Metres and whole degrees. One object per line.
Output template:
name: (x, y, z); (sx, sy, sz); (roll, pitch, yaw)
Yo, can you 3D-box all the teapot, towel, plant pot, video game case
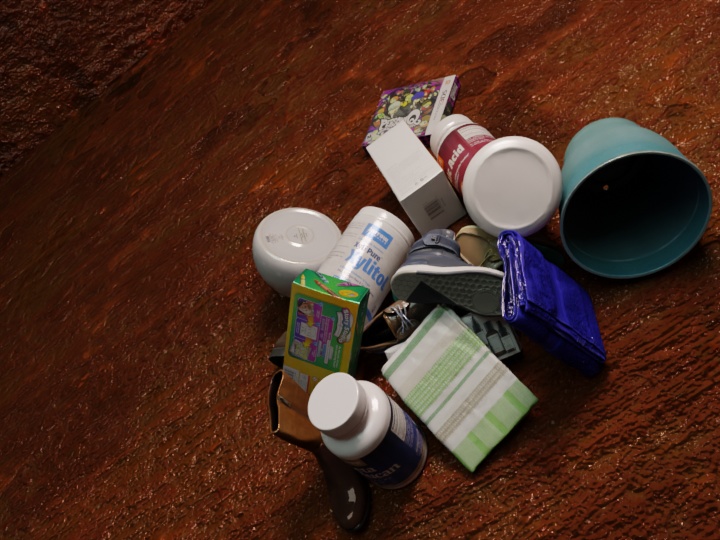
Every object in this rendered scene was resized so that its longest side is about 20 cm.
teapot: (-0.125, -0.015, 1.229); (0.195, 0.148, 0.201); (23, 44, 13)
towel: (0.141, 0.169, 0.903); (0.200, 0.031, 0.150); (46, 102, 22)
plant pot: (0.383, -0.125, 0.914); (0.197, 0.201, 0.189); (-21, 31, 21)
video game case: (0.114, -0.351, 1.394); (0.197, 0.036, 0.184); (-1, 55, 36)
towel: (0.266, 0.043, 0.844); (0.049, 0.199, 0.150); (-28, 42, 39)

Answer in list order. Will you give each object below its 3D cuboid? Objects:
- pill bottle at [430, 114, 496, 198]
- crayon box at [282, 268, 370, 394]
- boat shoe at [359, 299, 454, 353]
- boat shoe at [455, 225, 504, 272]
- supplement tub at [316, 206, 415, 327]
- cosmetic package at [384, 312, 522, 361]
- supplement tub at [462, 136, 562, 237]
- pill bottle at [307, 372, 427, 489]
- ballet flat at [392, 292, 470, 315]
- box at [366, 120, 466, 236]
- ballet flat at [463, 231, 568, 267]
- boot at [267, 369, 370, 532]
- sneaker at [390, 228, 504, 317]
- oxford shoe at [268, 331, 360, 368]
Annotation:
pill bottle: (0.210, -0.203, 1.146); (0.113, 0.114, 0.201); (-35, 43, 7)
crayon box: (-0.060, 0.112, 1.016); (0.117, 0.204, 0.058); (17, 27, 14)
boat shoe: (0.072, 0.085, 1.013); (0.200, 0.072, 0.073); (-41, 72, 30)
boat shoe: (0.223, -0.008, 0.969); (0.199, 0.066, 0.075); (33, 122, 30)
supplement tub: (0.000, 0.000, 1.119); (0.130, 0.132, 0.202); (12, 60, 41)
cosmetic package: (0.143, 0.123, 0.956); (0.197, 0.051, 0.084); (-26, 82, 17)
supplement tub: (0.229, -0.127, 0.938); (0.139, 0.142, 0.200); (-28, 2, 15)
pill bottle: (0.010, 0.229, 0.886); (0.109, 0.200, 0.113); (-20, 46, 22)
ballet flat: (0.149, 0.041, 1.045); (0.198, 0.072, 0.073); (5, 59, 39)
box: (0.106, -0.177, 1.197); (0.097, 0.125, 0.201); (-34, 44, 7)
ballet flat: (0.254, -0.045, 1.027); (0.197, 0.069, 0.068); (3, 47, 36)
boot: (-0.061, 0.267, 0.908); (0.067, 0.200, 0.191); (-21, 46, 20)
sneaker: (0.160, -0.003, 0.936); (0.198, 0.078, 0.147); (10, 31, 17)
oxford shoe: (-0.081, 0.131, 1.128); (0.197, 0.073, 0.086); (-4, 52, 34)
